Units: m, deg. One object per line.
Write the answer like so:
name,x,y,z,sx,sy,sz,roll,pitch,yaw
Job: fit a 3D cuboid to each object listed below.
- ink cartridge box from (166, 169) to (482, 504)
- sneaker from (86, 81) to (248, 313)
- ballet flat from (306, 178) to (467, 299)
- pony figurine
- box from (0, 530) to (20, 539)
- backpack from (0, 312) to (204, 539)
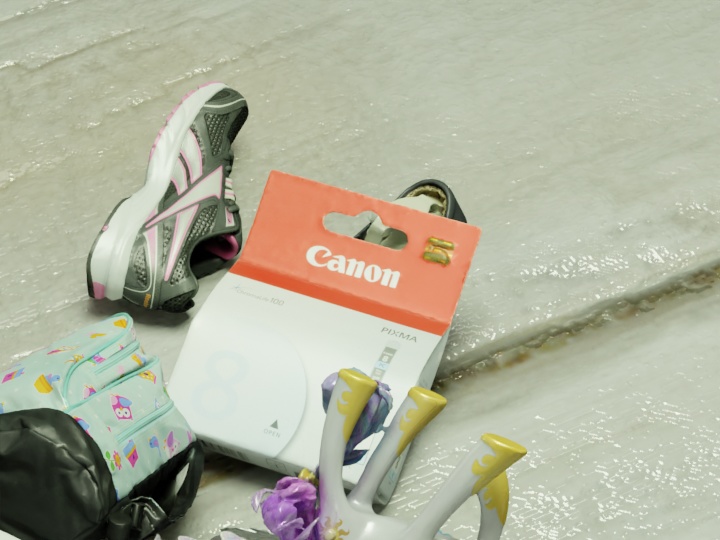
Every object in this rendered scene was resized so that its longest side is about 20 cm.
ink cartridge box,-0.026,0.037,1.870,0.160,0.047,0.200,16,77,16
sneaker,-0.117,-0.042,1.998,0.086,0.080,0.200,23,57,6
ballet flat,0.000,0.000,1.949,0.073,0.073,0.200,33,54,28
pony figurine,-0.008,0.164,1.714,0.193,0.200,0.167,24,9,15
box,-0.200,0.287,1.595,0.200,0.171,0.199,23,50,21
backpack,-0.183,0.111,1.756,0.167,0.127,0.200,-16,9,26
